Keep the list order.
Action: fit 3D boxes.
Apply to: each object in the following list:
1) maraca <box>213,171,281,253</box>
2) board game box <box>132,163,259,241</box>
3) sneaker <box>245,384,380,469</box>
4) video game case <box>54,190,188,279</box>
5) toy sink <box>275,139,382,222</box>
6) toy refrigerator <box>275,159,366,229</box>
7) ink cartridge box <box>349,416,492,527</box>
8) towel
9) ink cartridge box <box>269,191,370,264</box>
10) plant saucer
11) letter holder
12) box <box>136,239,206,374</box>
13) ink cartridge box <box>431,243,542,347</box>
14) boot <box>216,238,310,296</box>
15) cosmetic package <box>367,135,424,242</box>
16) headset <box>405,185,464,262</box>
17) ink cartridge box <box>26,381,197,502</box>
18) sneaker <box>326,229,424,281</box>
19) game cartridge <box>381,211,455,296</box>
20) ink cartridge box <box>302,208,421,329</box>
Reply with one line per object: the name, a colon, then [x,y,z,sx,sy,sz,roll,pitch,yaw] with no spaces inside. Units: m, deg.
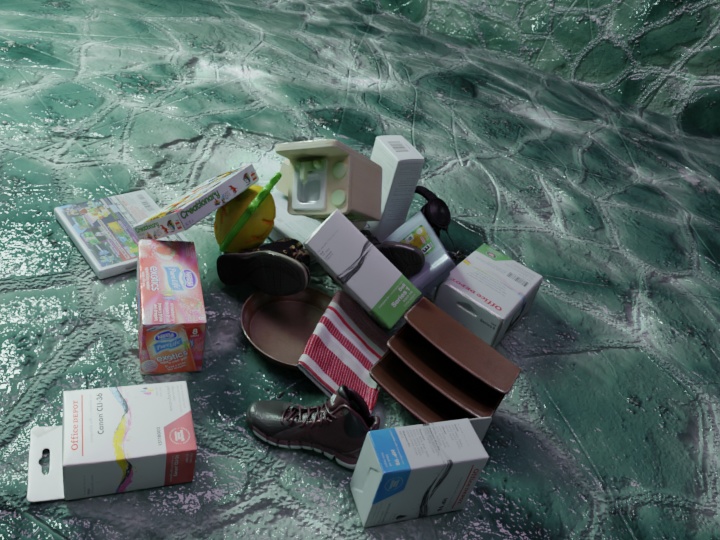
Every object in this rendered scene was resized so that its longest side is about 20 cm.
maraca: [-0.204,-0.106,1.195,0.106,0.200,0.139,37,45,-11]
board game box: [-0.277,-0.116,1.108,0.124,0.035,0.200,-11,23,37]
sneaker: [-0.061,0.196,0.911,0.194,0.118,0.076,16,34,-1]
video game case: [-0.436,-0.072,1.197,0.179,0.023,0.200,-19,50,-40]
toy sink: [-0.056,-0.151,1.176,0.127,0.116,0.199,0,-6,25]
toy refrigerator: [-0.076,-0.155,1.347,0.198,0.071,0.076,34,32,18]
ink cartridge box: [0.095,0.269,0.877,0.194,0.118,0.067,-1,38,-23]
towel: [-0.015,0.132,1.042,0.144,0.023,0.201,43,34,-9]
ink cartridge box: [-0.111,-0.103,1.354,0.198,0.041,0.198,38,39,25]
plant saucer: [-0.106,0.099,1.094,0.194,0.035,0.203,12,35,-9]
letter holder: [0.129,0.162,1.021,0.198,0.102,0.142,36,35,14]
box: [-0.300,0.052,1.017,0.092,0.105,0.202,0,38,-21]
ink cartridge box: [0.245,0.048,1.261,0.143,0.089,0.199,31,36,22]
boot: [-0.138,-0.010,1.145,0.195,0.076,0.149,2,13,34]
cosmetic package: [0.059,-0.169,1.373,0.072,0.204,0.102,-7,41,-29]
headset: [0.141,-0.087,1.371,0.093,0.125,0.200,-25,60,-41]
ink cartridge box: [-0.315,0.213,0.824,0.194,0.069,0.118,-2,39,-24]
sneaker: [0.036,-0.036,1.243,0.194,0.078,0.115,-8,29,27]
game cartridge: [0.099,-0.024,1.266,0.040,0.133,0.201,41,14,-31]
ink cartridge box: [0.000,0.000,1.113,0.200,0.084,0.146,45,-4,-1]
